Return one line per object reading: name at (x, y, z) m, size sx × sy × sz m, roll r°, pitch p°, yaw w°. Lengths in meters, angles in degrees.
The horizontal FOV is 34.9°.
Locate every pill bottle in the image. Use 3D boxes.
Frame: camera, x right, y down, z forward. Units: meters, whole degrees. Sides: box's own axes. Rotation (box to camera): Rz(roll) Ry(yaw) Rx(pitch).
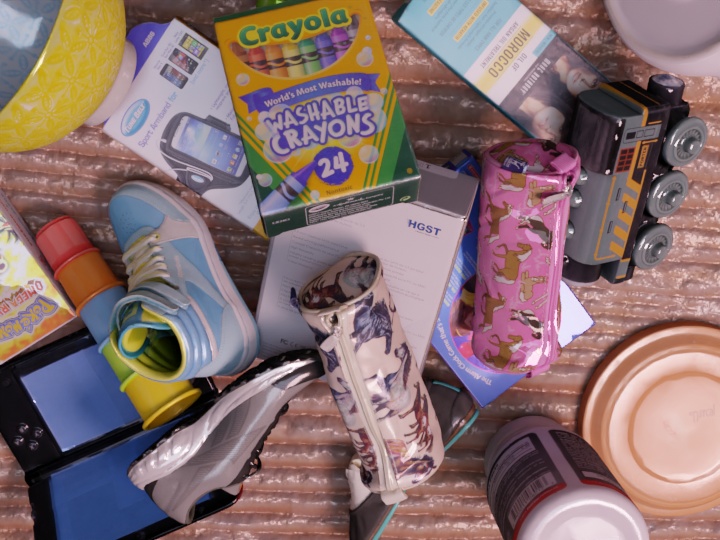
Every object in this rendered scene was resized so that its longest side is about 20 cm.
pill bottle at (0.178, 0.211, 1.041) m, size 0.115 × 0.200 × 0.116 m, roll -1°, pitch 104°, yaw -4°

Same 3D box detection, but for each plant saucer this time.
plant saucer at (0.315, 0.150, 1.125) m, size 0.199 × 0.032 × 0.201 m, roll -1°, pitch 105°, yaw -5°

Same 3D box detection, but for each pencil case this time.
pencil case at (0.140, -0.010, 0.983) m, size 0.082 × 0.087 × 0.201 m, roll 3°, pitch 114°, yaw 3°
pencil case at (0.009, 0.090, 0.938) m, size 0.078 × 0.089 × 0.201 m, roll -5°, pitch 118°, yaw 29°

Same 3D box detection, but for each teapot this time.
teapot at (0.309, -0.261, 0.962) m, size 0.146 × 0.197 × 0.201 m, roll -11°, pitch 133°, yaw -39°

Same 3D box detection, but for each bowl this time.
bowl at (-0.248, -0.175, 0.930) m, size 0.107 × 0.200 × 0.200 m, roll 26°, pitch 103°, yaw -41°

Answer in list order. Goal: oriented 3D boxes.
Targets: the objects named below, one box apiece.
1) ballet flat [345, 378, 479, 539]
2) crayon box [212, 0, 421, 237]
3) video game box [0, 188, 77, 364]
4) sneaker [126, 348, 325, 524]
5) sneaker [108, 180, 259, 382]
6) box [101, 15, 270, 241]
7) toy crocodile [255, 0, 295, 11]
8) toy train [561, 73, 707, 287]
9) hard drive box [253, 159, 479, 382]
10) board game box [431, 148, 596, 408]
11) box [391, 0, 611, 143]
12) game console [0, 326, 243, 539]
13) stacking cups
ballet flat at (0.032, 0.182, 1.092) m, size 0.068 × 0.068 × 0.200 m, roll 37°, pitch 104°, yaw 3°
crayon box at (-0.039, -0.139, 0.904) m, size 0.125 × 0.052 × 0.201 m, roll -14°, pitch 72°, yaw -5°
video game box at (-0.383, 0.015, 1.023) m, size 0.200 × 0.047 × 0.183 m, roll -32°, pitch 107°, yaw 4°
sneaker at (-0.102, 0.138, 0.980) m, size 0.200 × 0.074 × 0.079 m, roll -39°, pitch 91°, yaw 7°
sneaker at (-0.176, 0.008, 0.966) m, size 0.080 × 0.130 × 0.200 m, roll -43°, pitch 76°, yaw 26°
box at (-0.131, -0.131, 1.011) m, size 0.200 × 0.041 × 0.119 m, roll 34°, pitch 99°, yaw -10°
toy crocodile at (-0.098, -0.259, 0.974) m, size 0.199 × 0.062 × 0.068 m, roll 12°, pitch 104°, yaw -12°
toy train at (0.226, -0.075, 1.004) m, size 0.114 × 0.085 × 0.201 m, roll -10°, pitch 126°, yaw -28°
hard drive box at (0.000, 0.000, 0.988) m, size 0.155 × 0.077 × 0.201 m, roll 18°, pitch 122°, yaw 5°
board game box at (0.105, 0.009, 1.063) m, size 0.134 × 0.045 × 0.200 m, roll -37°, pitch 104°, yaw 5°
box at (0.130, -0.189, 1.012) m, size 0.200 × 0.049 × 0.082 m, roll 37°, pitch 99°, yaw -13°
game console at (-0.229, 0.149, 1.030) m, size 0.199 × 0.119 × 0.173 m, roll -24°, pitch 111°, yaw 1°
stacking cups at (-0.220, 0.044, 1.009) m, size 0.060 × 0.060 × 0.200 m, roll -39°, pitch 78°, yaw 6°
